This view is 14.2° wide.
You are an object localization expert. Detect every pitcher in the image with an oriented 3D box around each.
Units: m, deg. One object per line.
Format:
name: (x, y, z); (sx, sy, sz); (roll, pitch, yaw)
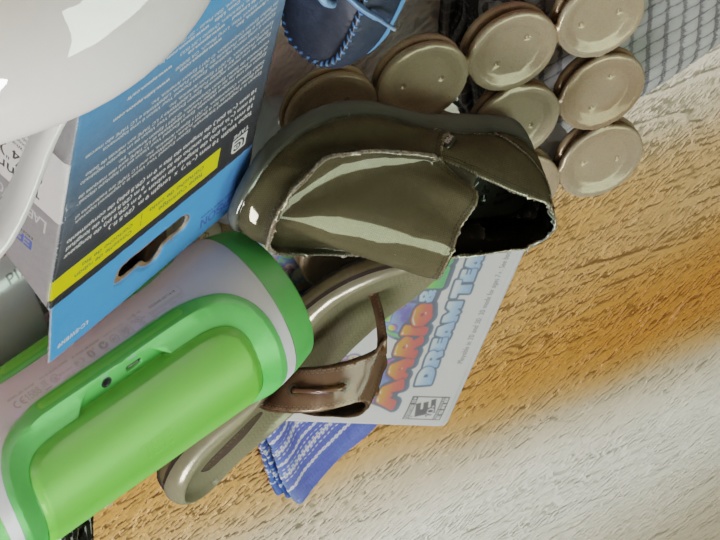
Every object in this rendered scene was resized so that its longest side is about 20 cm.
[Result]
pitcher: (-0.138, -0.087, 1.111); (0.200, 0.121, 0.172); (-39, 143, -2)

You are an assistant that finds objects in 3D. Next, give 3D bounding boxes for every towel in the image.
towel: (-0.008, 0.068, 1.831); (0.145, 0.024, 0.200); (-42, 160, -12)
towel: (0.122, -0.161, 1.551); (0.165, 0.086, 0.200); (-32, 152, -13)

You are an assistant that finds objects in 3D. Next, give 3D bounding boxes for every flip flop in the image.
flip flop: (-0.026, 0.061, 1.517); (0.200, 0.058, 0.081); (-45, 159, 13)

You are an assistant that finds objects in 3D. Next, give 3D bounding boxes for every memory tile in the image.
memory tile: (0.054, -0.071, 1.488); (0.200, 0.017, 0.154); (-20, 138, -12)

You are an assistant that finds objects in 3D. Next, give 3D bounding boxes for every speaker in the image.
speaker: (-0.121, 0.063, 1.375); (0.200, 0.088, 0.089); (-35, 158, -23)

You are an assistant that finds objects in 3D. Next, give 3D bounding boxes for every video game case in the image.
video game case: (0.000, 0.000, 1.553); (0.182, 0.024, 0.200); (3, 126, -29)

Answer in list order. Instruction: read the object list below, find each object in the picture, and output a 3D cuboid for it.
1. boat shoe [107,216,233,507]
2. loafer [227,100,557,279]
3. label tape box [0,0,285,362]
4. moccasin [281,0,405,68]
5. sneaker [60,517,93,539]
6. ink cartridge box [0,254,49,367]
boat shoe: (-0.109, 0.055, 1.499); (0.064, 0.071, 0.200); (7, 131, -20)
loafer: (0.024, -0.037, 1.415); (0.200, 0.070, 0.075); (-8, 136, -41)
label tape box: (-0.105, -0.072, 1.284); (0.144, 0.063, 0.200); (-41, 161, -33)
moccasin: (-0.016, -0.172, 1.285); (0.068, 0.080, 0.200); (-38, 146, -41)
sneaker: (-0.186, 0.151, 1.418); (0.200, 0.089, 0.079); (-52, 144, -68)
ink cartridge box: (-0.197, 0.033, 1.354); (0.162, 0.057, 0.200); (-38, 164, -19)
